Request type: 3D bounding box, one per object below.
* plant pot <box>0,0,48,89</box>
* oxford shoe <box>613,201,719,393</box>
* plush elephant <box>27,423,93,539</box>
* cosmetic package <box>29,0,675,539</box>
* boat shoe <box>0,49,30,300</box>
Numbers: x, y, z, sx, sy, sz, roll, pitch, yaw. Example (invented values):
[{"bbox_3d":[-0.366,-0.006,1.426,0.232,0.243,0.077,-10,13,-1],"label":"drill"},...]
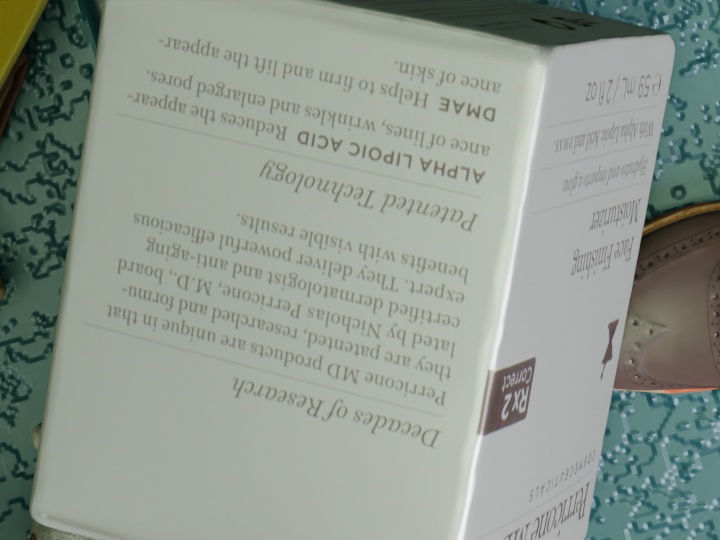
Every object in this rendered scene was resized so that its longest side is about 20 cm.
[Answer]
[{"bbox_3d":[-0.212,-0.168,0.984,0.176,0.200,0.201,24,80,19],"label":"plant pot"},{"bbox_3d":[0.159,0.010,1.053,0.199,0.073,0.072,-11,99,7],"label":"oxford shoe"},{"bbox_3d":[-0.101,0.150,1.059,0.199,0.165,0.156,-28,113,-19],"label":"plush elephant"},{"bbox_3d":[0.000,0.000,1.001,0.164,0.165,0.201,13,101,20],"label":"cosmetic package"},{"bbox_3d":[-0.173,0.002,1.085,0.072,0.072,0.201,15,94,4],"label":"boat shoe"}]
